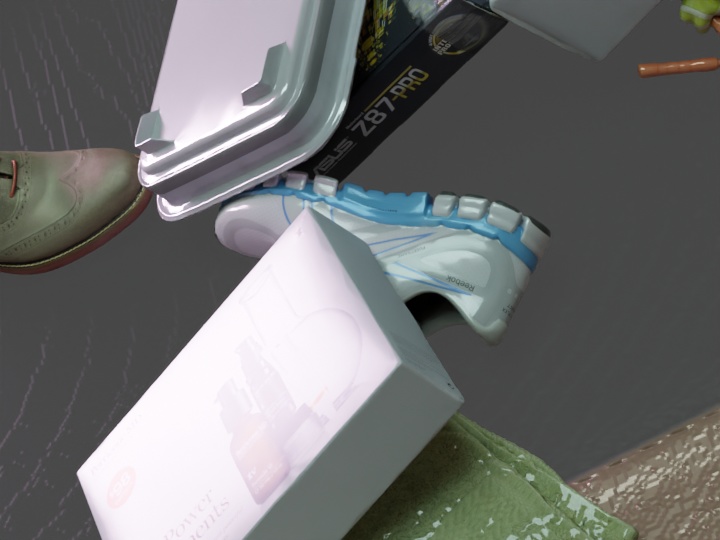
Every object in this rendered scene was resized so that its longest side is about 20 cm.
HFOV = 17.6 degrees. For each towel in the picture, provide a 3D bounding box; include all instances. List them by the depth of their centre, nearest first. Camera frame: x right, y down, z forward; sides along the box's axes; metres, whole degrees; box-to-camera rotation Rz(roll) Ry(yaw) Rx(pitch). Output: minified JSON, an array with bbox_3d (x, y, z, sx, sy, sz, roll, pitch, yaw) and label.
[{"bbox_3d":[0.031,0.173,1.166,0.200,0.037,0.148,-48,53,-11],"label":"towel"}]

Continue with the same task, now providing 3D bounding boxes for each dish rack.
[{"bbox_3d":[-0.064,-0.138,1.324,0.171,0.043,0.200,-23,47,46],"label":"dish rack"}]

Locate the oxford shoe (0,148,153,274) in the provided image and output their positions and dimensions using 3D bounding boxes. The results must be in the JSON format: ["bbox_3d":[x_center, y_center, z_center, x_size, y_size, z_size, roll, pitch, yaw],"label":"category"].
[{"bbox_3d":[-0.222,-0.041,1.396,0.200,0.075,0.071,-14,53,15],"label":"oxford shoe"}]

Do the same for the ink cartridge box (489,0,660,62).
[{"bbox_3d":[0.132,-0.241,1.301,0.146,0.084,0.200,-46,34,34],"label":"ink cartridge box"}]

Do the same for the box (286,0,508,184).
[{"bbox_3d":[0.000,-0.172,1.359,0.161,0.049,0.200,-40,46,31],"label":"box"}]

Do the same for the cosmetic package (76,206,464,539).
[{"bbox_3d":[-0.052,0.086,1.195,0.200,0.052,0.151,-49,34,12],"label":"cosmetic package"}]

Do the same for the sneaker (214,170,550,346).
[{"bbox_3d":[0.000,0.000,1.274,0.200,0.075,0.087,7,71,30],"label":"sneaker"}]

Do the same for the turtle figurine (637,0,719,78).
[{"bbox_3d":[0.222,-0.196,1.265,0.200,0.064,0.162,-29,44,18],"label":"turtle figurine"}]
